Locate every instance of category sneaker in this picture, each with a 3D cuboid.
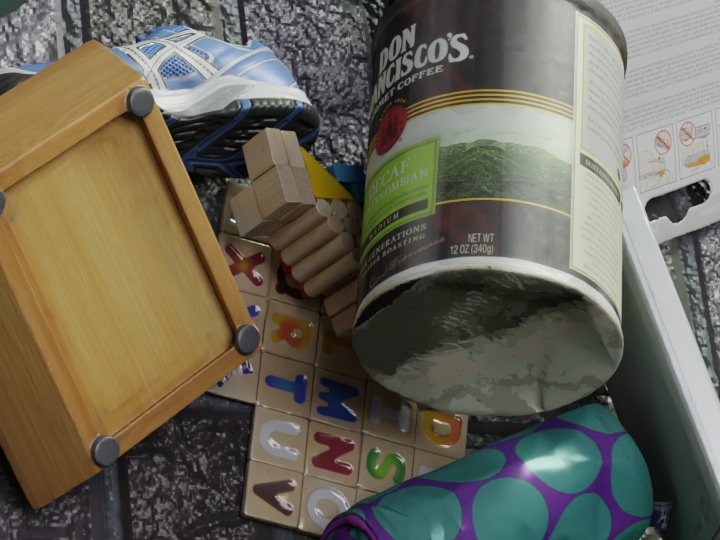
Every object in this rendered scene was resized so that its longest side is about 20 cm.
[{"bbox_3d":[-0.126,-0.095,1.565,0.199,0.076,0.077,2,45,-27],"label":"sneaker"}]

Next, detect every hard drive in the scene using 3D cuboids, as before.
[{"bbox_3d":[0.172,0.069,1.587,0.026,0.132,0.201,-14,68,-11],"label":"hard drive"}]

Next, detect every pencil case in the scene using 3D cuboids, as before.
[{"bbox_3d":[0.072,0.145,1.536,0.200,0.085,0.093,-19,116,-34],"label":"pencil case"}]

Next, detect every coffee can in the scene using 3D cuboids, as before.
[{"bbox_3d":[0.073,-0.042,1.518,0.146,0.146,0.201,18,54,-20],"label":"coffee can"}]

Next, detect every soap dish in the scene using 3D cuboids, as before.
[{"bbox_3d":[-0.146,0.001,1.455,0.157,0.081,0.200,-36,113,-35],"label":"soap dish"}]

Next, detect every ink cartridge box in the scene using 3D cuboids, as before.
[{"bbox_3d":[0.177,-0.120,1.704,0.161,0.050,0.201,-19,114,-38],"label":"ink cartridge box"}]

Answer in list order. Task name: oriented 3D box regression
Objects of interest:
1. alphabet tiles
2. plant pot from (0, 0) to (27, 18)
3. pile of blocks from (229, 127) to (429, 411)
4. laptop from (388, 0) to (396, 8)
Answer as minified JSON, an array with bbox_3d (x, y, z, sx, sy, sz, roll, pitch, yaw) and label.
[{"bbox_3d":[-0.012,0.059,1.583,0.167,0.008,0.201,17,61,-21],"label":"alphabet tiles"},{"bbox_3d":[-0.213,-0.240,1.397,0.200,0.135,0.201,15,58,-26],"label":"plant pot"},{"bbox_3d":[0.000,0.000,1.580,0.200,0.062,0.082,48,43,-9],"label":"pile of blocks"},{"bbox_3d":[0.119,-0.145,1.681,0.116,0.200,0.187,33,49,30],"label":"laptop"}]
